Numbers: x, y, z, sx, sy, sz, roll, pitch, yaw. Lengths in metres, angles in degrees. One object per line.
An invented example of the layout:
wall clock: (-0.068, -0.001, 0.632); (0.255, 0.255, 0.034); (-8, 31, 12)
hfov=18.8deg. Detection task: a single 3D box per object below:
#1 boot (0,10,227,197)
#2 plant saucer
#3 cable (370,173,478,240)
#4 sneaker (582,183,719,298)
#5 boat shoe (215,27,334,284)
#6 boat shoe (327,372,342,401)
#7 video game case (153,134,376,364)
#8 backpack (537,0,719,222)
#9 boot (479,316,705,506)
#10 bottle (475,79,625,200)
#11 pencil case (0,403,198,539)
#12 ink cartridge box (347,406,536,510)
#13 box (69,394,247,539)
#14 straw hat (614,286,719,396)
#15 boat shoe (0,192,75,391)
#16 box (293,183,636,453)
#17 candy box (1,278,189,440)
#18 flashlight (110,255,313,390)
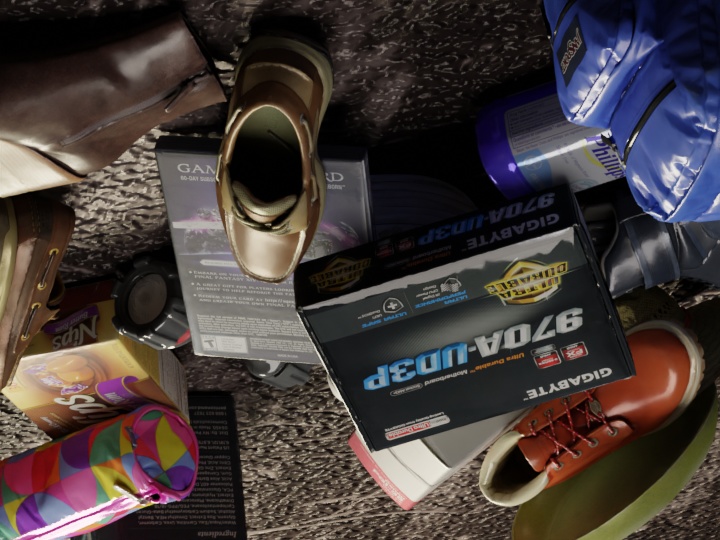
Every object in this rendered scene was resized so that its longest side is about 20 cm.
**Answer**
boot: (-0.183, -0.124, 1.304); (0.166, 0.072, 0.200); (-24, 152, 7)
plant saucer: (0.202, 0.157, 1.679); (0.200, 0.200, 0.031); (-31, 106, 41)
cable: (0.000, 0.000, 1.601); (0.200, 0.069, 0.200); (-17, 156, 21)
sneaker: (0.239, -0.009, 1.624); (0.146, 0.077, 0.202); (-22, 145, 6)
boat shoe: (-0.062, -0.060, 1.379); (0.075, 0.074, 0.200); (10, 137, 5)
boat shoe: (0.069, 0.050, 1.573); (0.200, 0.072, 0.069); (-7, 137, 14)
video game case: (-0.058, -0.010, 1.497); (0.143, 0.019, 0.200); (4, 135, 10)
backpack: (0.194, -0.125, 1.223); (0.167, 0.200, 0.163); (-4, 156, -8)
boot: (0.171, 0.112, 1.622); (0.107, 0.075, 0.200); (-24, 164, -51)
bottle: (0.179, -0.103, 1.430); (0.200, 0.065, 0.084); (-18, 150, 21)
pencil case: (-0.223, 0.171, 1.763); (0.200, 0.089, 0.088); (-22, 152, 34)
ink cartridge box: (0.080, 0.103, 1.720); (0.146, 0.083, 0.200); (-37, 174, -16)
box: (-0.180, 0.235, 1.905); (0.117, 0.200, 0.197); (2, 154, -19)
straw hat: (0.217, 0.049, 1.736); (0.201, 0.201, 0.085); (-29, 104, 39)
boat shoe: (-0.243, 0.022, 1.545); (0.067, 0.072, 0.200); (-4, 142, -20)
box: (0.072, 0.035, 1.487); (0.200, 0.046, 0.159); (-17, 133, 9)
candy box: (-0.218, 0.076, 1.719); (0.116, 0.057, 0.200); (-10, 154, 7)
flashlight: (-0.107, 0.047, 1.673); (0.068, 0.068, 0.200); (-22, 152, 26)
